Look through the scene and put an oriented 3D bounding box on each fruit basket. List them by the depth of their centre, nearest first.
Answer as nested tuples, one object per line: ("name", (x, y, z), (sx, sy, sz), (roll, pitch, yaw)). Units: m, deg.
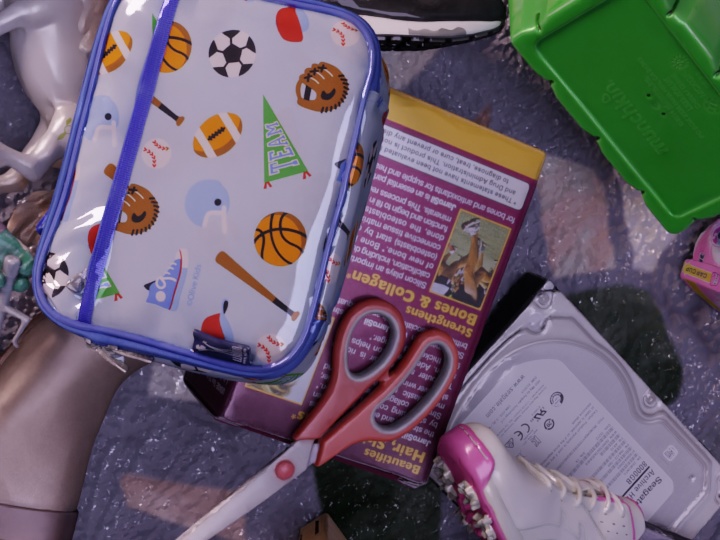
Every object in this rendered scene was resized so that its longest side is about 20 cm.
("fruit basket", (0.198, -0.156, 0.926), (0.215, 0.155, 0.217), (26, 51, -37))

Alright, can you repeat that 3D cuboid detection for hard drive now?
("hard drive", (0.129, 0.119, 0.985), (0.140, 0.038, 0.200), (-46, 110, -5))

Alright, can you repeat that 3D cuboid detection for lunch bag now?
("lunch bag", (-0.077, -0.043, 0.783), (0.159, 0.076, 0.202), (16, 85, 6))

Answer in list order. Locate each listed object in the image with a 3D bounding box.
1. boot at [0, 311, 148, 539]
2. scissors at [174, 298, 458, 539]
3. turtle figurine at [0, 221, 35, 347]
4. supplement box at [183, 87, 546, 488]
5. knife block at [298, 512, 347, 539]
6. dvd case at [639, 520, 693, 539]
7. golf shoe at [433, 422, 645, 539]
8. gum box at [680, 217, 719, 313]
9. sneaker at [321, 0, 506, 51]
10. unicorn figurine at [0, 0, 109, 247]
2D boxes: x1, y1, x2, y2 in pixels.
("boot", (-0.170, 0.091, 0.851), (0.198, 0.070, 0.148), (-2, 85, 2))
("scissors", (-0.027, 0.102, 0.833), (0.073, 0.014, 0.200), (41, 85, -22))
("turtle figurine", (-0.245, -0.026, 0.765), (0.149, 0.100, 0.202), (-16, 120, -33))
("supplement box", (0.000, 0.000, 0.886), (0.130, 0.103, 0.202), (21, 92, -21))
("knife block", (0.032, 0.261, 0.940), (0.174, 0.064, 0.202), (10, 96, -4))
("dvd case", (0.128, 0.240, 0.985), (0.148, 0.016, 0.201), (23, 107, -16))
("golf shoe", (0.108, 0.139, 0.891), (0.091, 0.075, 0.201), (-37, 131, -6))
("gum box", (0.303, 0.039, 0.986), (0.200, 0.113, 0.066), (38, 87, -20))
("sneaker", (-0.011, -0.168, 0.872), (0.198, 0.076, 0.089), (-1, 94, -18))
("unicorn figurine", (-0.168, -0.119, 0.834), (0.136, 0.074, 0.202), (-19, 119, -25))
